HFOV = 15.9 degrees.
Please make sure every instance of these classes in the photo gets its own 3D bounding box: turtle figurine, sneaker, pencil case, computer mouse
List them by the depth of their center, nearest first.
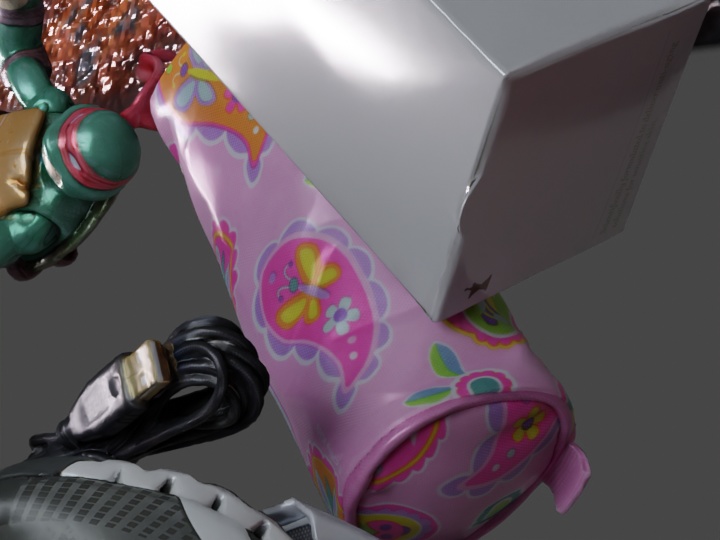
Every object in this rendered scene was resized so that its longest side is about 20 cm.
[{"bbox_3d":[-0.031,0.118,0.693,0.200,0.091,0.067,29,120,7],"label":"sneaker"},{"bbox_3d":[-0.009,0.101,0.761,0.110,0.200,0.044,-44,3,40],"label":"computer mouse"},{"bbox_3d":[0.000,0.000,0.831,0.087,0.087,0.200,-41,51,17],"label":"pencil case"},{"bbox_3d":[-0.142,-0.036,0.949,0.200,0.101,0.150,-21,43,49],"label":"turtle figurine"}]

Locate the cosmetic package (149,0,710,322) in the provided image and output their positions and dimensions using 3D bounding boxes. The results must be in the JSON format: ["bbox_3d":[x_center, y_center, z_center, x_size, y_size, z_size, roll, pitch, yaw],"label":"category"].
[{"bbox_3d":[0.002,-0.096,0.788,0.200,0.085,0.108,48,145,25],"label":"cosmetic package"}]
